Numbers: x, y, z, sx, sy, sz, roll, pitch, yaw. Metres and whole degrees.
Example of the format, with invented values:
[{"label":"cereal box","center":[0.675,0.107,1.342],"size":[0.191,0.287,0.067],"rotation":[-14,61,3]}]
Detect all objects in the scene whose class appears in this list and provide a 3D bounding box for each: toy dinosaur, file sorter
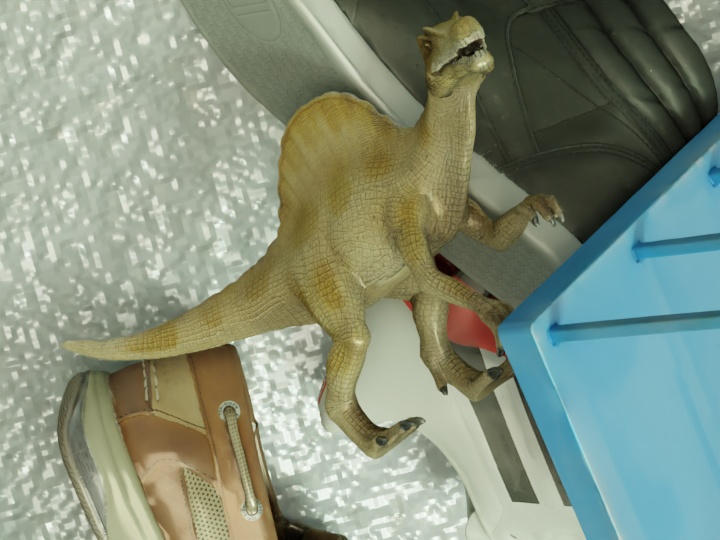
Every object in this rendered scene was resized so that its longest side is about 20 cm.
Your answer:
[{"label":"toy dinosaur","center":[0.000,0.000,0.740],"size":[0.200,0.058,0.101],"rotation":[-41,76,39]},{"label":"file sorter","center":[0.161,0.022,0.719],"size":[0.123,0.200,0.139],"rotation":[-6,115,44]}]

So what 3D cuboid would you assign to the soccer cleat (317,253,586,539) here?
[{"label":"soccer cleat","center":[0.078,0.068,0.815],"size":[0.200,0.069,0.085],"rotation":[34,110,-10]}]

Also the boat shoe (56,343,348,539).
[{"label":"boat shoe","center":[-0.030,0.115,0.813],"size":[0.072,0.076,0.200],"rotation":[-24,108,0]}]

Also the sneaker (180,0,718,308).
[{"label":"sneaker","center":[0.025,-0.079,0.770],"size":[0.200,0.071,0.099],"rotation":[42,68,5]}]
